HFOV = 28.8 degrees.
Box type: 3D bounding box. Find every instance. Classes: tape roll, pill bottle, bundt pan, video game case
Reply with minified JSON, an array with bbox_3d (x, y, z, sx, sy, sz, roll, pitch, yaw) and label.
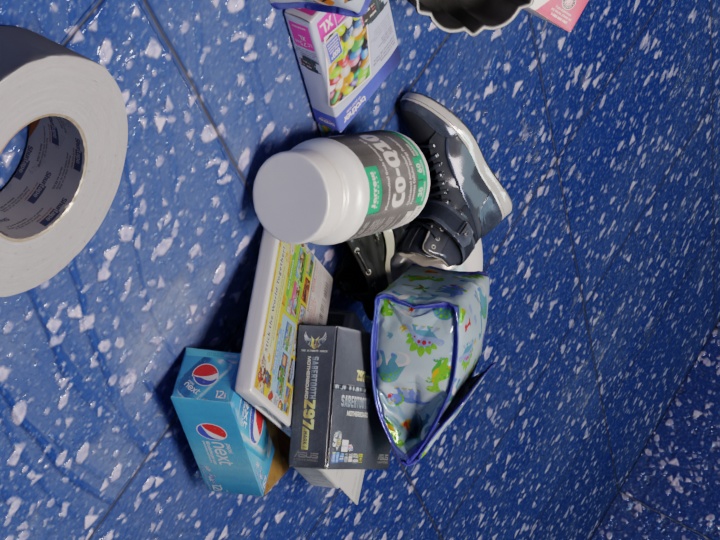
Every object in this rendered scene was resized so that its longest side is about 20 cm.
[{"bbox_3d":[-0.270,-0.082,1.078,0.200,0.066,0.200,-44,149,-36],"label":"tape roll"},{"bbox_3d":[-0.019,-0.087,1.489,0.200,0.113,0.113,-18,129,-57],"label":"pill bottle"},{"bbox_3d":[0.109,-0.352,1.467,0.202,0.076,0.202,-13,118,-25],"label":"bundt pan"},{"bbox_3d":[-0.081,0.065,1.533,0.182,0.023,0.200,53,42,-61],"label":"video game case"}]

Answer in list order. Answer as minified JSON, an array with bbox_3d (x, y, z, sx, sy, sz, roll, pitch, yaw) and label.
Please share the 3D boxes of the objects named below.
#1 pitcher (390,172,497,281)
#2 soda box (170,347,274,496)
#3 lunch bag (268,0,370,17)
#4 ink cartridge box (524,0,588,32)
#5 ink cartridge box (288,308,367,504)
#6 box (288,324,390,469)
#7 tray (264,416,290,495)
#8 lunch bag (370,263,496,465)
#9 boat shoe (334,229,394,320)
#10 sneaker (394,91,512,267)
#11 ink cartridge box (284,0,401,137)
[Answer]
[{"bbox_3d":[0.081,-0.037,1.747,0.171,0.121,0.200,6,99,-41],"label":"pitcher"},{"bbox_3d":[-0.146,0.167,1.520,0.200,0.068,0.064,79,19,-52],"label":"soda box"},{"bbox_3d":[-0.032,-0.349,1.222,0.170,0.124,0.200,49,56,-63],"label":"lunch bag"},{"bbox_3d":[0.230,-0.401,1.630,0.146,0.083,0.200,20,103,-44],"label":"ink cartridge box"},{"bbox_3d":[-0.024,0.170,1.729,0.174,0.043,0.200,61,38,-62],"label":"ink cartridge box"},{"bbox_3d":[-0.016,0.148,1.604,0.200,0.051,0.158,22,70,-68],"label":"box"},{"bbox_3d":[-0.103,0.168,1.660,0.099,0.037,0.200,-46,150,-33],"label":"tray"},{"bbox_3d":[0.083,0.109,1.635,0.170,0.127,0.200,-33,130,-68],"label":"lunch bag"},{"bbox_3d":[0.001,0.002,1.671,0.066,0.075,0.199,-22,150,-15],"label":"boat shoe"},{"bbox_3d":[0.080,-0.095,1.644,0.146,0.077,0.202,-47,114,-21],"label":"sneaker"},{"bbox_3d":[-0.012,-0.231,1.457,0.119,0.042,0.200,-52,154,-23],"label":"ink cartridge box"}]
